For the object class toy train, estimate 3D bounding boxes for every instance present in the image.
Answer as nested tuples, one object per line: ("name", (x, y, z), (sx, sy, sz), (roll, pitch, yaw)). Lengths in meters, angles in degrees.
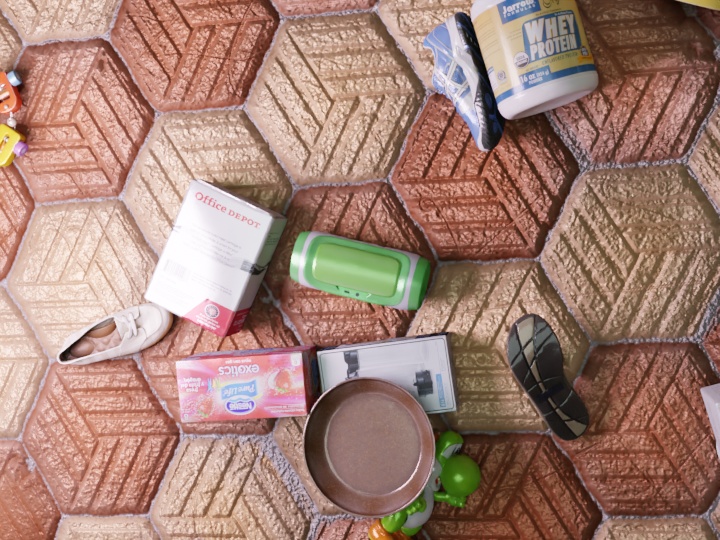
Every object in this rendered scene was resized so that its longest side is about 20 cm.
("toy train", (-0.607, -0.226, 1.572), (0.199, 0.056, 0.151), (-31, 86, 8))

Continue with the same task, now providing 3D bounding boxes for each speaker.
("speaker", (0.000, 0.000, 1.451), (0.198, 0.088, 0.089), (13, 95, 10))

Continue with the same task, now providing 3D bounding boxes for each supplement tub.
("supplement tub", (0.237, -0.326, 1.358), (0.144, 0.145, 0.202), (-17, 90, 11))

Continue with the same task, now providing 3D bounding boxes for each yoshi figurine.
("yoshi figurine", (0.107, 0.338, 1.443), (0.111, 0.112, 0.201), (30, 96, -8))

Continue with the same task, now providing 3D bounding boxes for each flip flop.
("flip flop", (0.272, 0.155, 1.426), (0.081, 0.058, 0.201), (-29, 102, 6))

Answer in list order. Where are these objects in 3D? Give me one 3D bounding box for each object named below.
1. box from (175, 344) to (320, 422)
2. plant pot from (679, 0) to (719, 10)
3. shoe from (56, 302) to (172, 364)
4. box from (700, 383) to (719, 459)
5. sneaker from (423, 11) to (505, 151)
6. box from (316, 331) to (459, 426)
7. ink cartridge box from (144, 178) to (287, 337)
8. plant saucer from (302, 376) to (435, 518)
("box", (-0.168, 0.171, 1.483), (0.198, 0.103, 0.096), (-5, 92, 10))
("plant pot", (0.469, -0.452, 1.295), (0.199, 0.201, 0.190), (16, 112, 9))
("shoe", (-0.390, 0.106, 1.545), (0.199, 0.053, 0.070), (-22, 89, 11))
("box", (0.596, 0.236, 1.326), (0.198, 0.131, 0.201), (-18, 89, 10))
("sneaker", (0.153, -0.268, 1.424), (0.077, 0.076, 0.202), (-17, 89, 33))
("box", (0.042, 0.163, 1.463), (0.198, 0.060, 0.118), (-7, 91, 11))
("ink cartridge box", (-0.219, -0.021, 1.491), (0.143, 0.084, 0.201), (25, 98, 9))
("plant saucer", (0.014, 0.254, 1.415), (0.199, 0.037, 0.202), (-1, 88, 15))
